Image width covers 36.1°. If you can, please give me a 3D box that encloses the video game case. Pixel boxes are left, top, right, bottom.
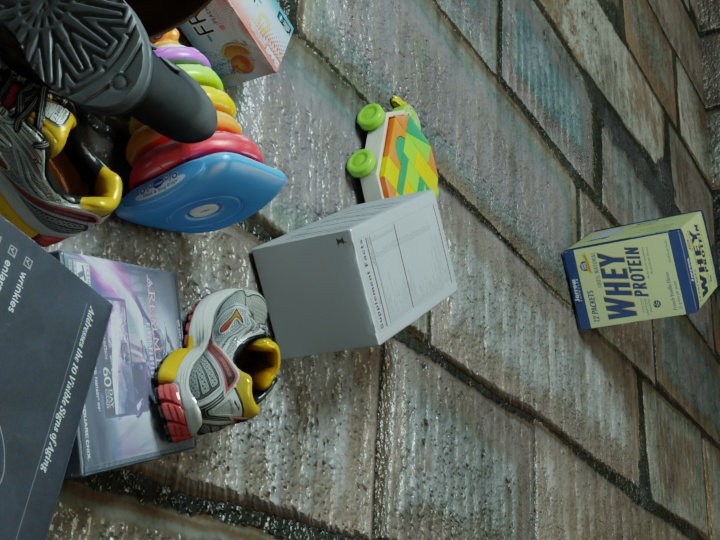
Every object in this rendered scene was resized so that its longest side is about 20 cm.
[{"bbox_3d":[-0.167,0.066,0.790,0.200,0.019,0.144,18,65,-77],"label":"video game case"}]

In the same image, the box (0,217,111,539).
[{"bbox_3d":[-0.254,0.060,0.568,0.197,0.123,0.201,46,42,-44],"label":"box"}]

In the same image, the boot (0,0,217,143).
[{"bbox_3d":[-0.151,-0.124,0.724,0.165,0.066,0.200,45,0,24],"label":"boot"}]

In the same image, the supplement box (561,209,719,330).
[{"bbox_3d":[0.467,-0.003,1.835,0.200,0.199,0.135,-25,101,-59],"label":"supplement box"}]

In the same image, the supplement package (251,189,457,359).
[{"bbox_3d":[0.000,0.000,1.079,0.200,0.109,0.115,-27,105,-61],"label":"supplement package"}]

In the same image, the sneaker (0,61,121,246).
[{"bbox_3d":[-0.227,-0.105,0.714,0.200,0.082,0.078,54,37,-37],"label":"sneaker"}]

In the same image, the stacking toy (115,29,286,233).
[{"bbox_3d":[-0.147,-0.138,0.887,0.110,0.115,0.201,15,57,-62],"label":"stacking toy"}]

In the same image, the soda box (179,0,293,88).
[{"bbox_3d":[-0.139,-0.259,0.961,0.200,0.063,0.069,56,37,-38],"label":"soda box"}]

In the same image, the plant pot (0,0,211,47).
[{"bbox_3d":[-0.202,-0.287,0.767,0.187,0.186,0.201,16,53,-59],"label":"plant pot"}]

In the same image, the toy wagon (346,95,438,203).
[{"bbox_3d":[0.046,-0.124,1.277,0.155,0.039,0.201,49,41,-43],"label":"toy wagon"}]

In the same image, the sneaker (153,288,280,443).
[{"bbox_3d":[-0.097,0.073,0.883,0.200,0.082,0.078,-77,156,-65],"label":"sneaker"}]
